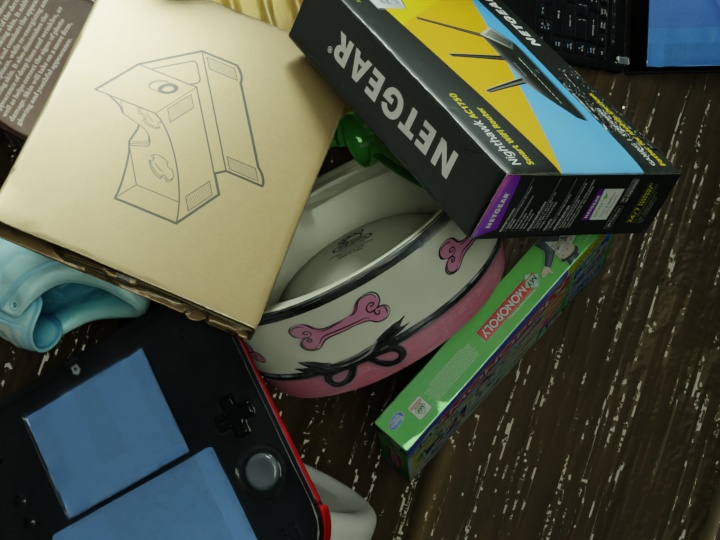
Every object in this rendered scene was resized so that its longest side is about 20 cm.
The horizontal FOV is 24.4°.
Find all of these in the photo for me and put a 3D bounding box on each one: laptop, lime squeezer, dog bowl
[{"bbox_3d":[0.187,-0.227,1.103,0.199,0.103,0.178,6,84,-32],"label":"laptop"},{"bbox_3d":[-0.028,-0.074,1.057,0.071,0.199,0.038,-57,139,-35],"label":"lime squeezer"},{"bbox_3d":[0.000,0.000,1.022,0.200,0.200,0.074,-35,111,-10],"label":"dog bowl"}]

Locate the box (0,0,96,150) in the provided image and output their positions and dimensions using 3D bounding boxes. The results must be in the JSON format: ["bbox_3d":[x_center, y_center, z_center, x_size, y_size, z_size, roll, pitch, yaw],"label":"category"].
[{"bbox_3d":[-0.200,-0.126,1.039,0.199,0.075,0.100,31,82,-3],"label":"box"}]

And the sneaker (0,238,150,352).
[{"bbox_3d":[-0.216,0.011,1.002,0.199,0.074,0.082,-12,53,14],"label":"sneaker"}]

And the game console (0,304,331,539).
[{"bbox_3d":[-0.128,0.128,0.959,0.199,0.031,0.177,-30,83,16],"label":"game console"}]

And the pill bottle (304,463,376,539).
[{"bbox_3d":[-0.077,0.218,1.020,0.114,0.114,0.201,22,96,-8],"label":"pill bottle"}]

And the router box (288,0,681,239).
[{"bbox_3d":[0.071,-0.098,0.977,0.149,0.200,0.051,-3,131,-41],"label":"router box"}]

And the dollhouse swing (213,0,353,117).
[{"bbox_3d":[-0.016,-0.196,1.046,0.199,0.182,0.177,-14,78,-11],"label":"dollhouse swing"}]

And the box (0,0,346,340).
[{"bbox_3d":[-0.105,-0.074,0.968,0.163,0.021,0.201,22,59,-4],"label":"box"}]

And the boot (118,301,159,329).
[{"bbox_3d":[-0.189,0.079,1.047,0.199,0.066,0.166,-24,89,-6],"label":"boot"}]

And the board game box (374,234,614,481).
[{"bbox_3d":[0.087,0.043,1.057,0.029,0.135,0.200,41,81,11],"label":"board game box"}]
